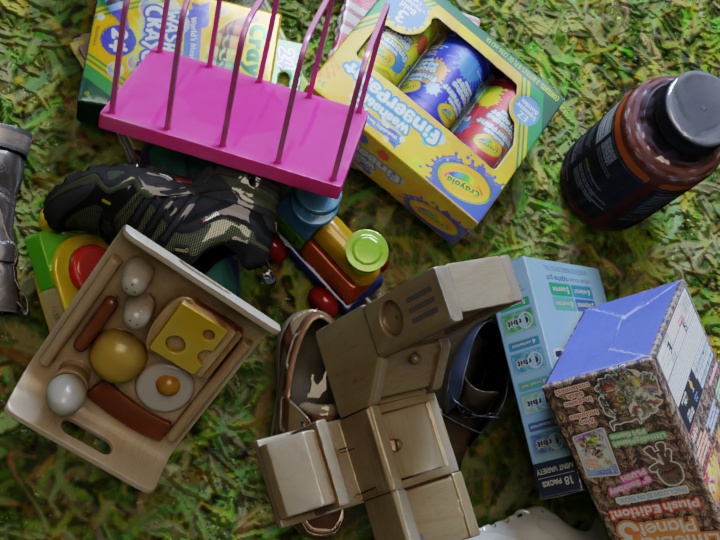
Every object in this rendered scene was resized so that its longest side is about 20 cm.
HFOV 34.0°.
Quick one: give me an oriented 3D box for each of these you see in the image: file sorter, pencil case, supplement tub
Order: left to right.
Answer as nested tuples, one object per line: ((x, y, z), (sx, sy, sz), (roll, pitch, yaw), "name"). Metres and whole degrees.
((-0.151, -0.015, 1.026), (0.092, 0.085, 0.202), (-8, 76, 22), "pencil case")
((-0.087, -0.170, 0.946), (0.198, 0.126, 0.139), (17, 34, 0), "file sorter")
((0.272, -0.114, 1.104), (0.106, 0.200, 0.108), (4, 75, -13), "supplement tub")

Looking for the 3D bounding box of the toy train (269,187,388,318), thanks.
((0.000, 0.000, 1.048), (0.085, 0.116, 0.200), (-42, 88, -20), "toy train")

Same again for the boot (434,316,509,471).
((0.077, 0.131, 1.041), (0.074, 0.097, 0.202), (21, 71, -7), "boot")

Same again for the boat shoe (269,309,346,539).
((-0.041, 0.132, 1.021), (0.075, 0.072, 0.202), (-4, 82, -14), "boat shoe")

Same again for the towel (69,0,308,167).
((-0.156, -0.188, 1.112), (0.199, 0.023, 0.145), (-23, 81, -19), "towel")

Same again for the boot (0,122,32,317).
((-0.373, -0.045, 0.996), (0.198, 0.069, 0.176), (6, 81, -5), "boot")

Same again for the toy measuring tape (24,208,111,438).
((-0.231, 0.039, 1.013), (0.073, 0.073, 0.202), (-18, 94, -18), "toy measuring tape")

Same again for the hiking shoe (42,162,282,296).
((-0.163, -0.030, 0.948), (0.198, 0.076, 0.102), (-1, 76, 8), "hiking shoe")

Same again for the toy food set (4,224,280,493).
((-0.174, 0.076, 0.932), (0.143, 0.200, 0.061), (33, 26, -15), "toy food set")

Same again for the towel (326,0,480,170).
((0.036, -0.186, 1.156), (0.145, 0.030, 0.202), (16, 71, -10), "towel")

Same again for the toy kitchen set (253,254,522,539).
((0.032, 0.120, 0.910), (0.162, 0.180, 0.202), (-9, 76, -37), "toy kitchen set")

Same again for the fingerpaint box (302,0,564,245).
((0.064, -0.154, 1.102), (0.200, 0.073, 0.167), (39, 67, -4), "fingerpaint box")

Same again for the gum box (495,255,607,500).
((0.189, 0.094, 1.056), (0.169, 0.044, 0.202), (6, 67, -57), "gum box")

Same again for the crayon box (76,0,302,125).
((-0.148, -0.183, 1.073), (0.198, 0.052, 0.127), (10, 72, -12), "crayon box")

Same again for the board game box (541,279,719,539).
((0.254, 0.138, 0.996), (0.201, 0.096, 0.159), (65, 31, -11), "board game box")

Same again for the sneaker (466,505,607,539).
((0.135, 0.253, 1.046), (0.198, 0.075, 0.088), (11, 60, -18), "sneaker")
